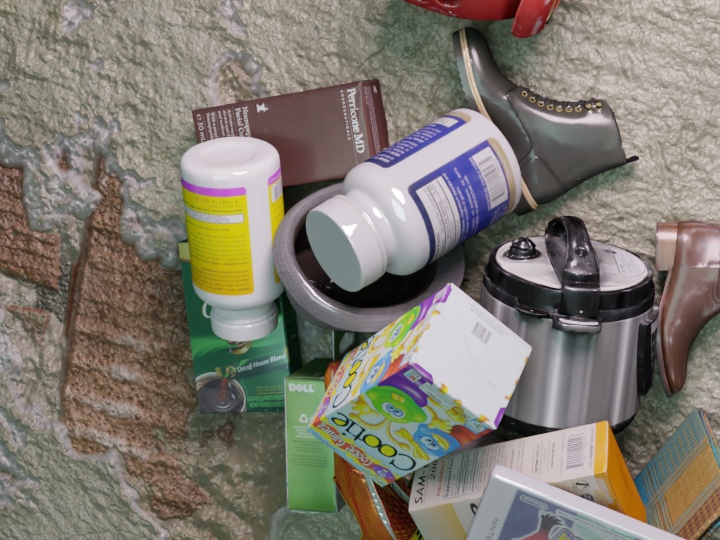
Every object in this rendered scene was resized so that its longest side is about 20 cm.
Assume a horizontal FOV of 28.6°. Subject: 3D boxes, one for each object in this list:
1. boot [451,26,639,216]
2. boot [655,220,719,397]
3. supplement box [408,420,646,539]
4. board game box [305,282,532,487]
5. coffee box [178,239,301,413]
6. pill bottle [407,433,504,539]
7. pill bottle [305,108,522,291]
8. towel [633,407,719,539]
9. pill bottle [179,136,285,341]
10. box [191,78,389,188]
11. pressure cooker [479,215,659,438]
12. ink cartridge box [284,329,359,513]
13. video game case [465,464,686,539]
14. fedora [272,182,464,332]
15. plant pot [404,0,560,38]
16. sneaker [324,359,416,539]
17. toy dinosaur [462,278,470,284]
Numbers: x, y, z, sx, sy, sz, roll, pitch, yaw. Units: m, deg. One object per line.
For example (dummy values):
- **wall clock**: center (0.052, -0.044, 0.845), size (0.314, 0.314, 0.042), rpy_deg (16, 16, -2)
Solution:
- **boot**: center (0.185, -0.173, 1.437), size (0.138, 0.078, 0.201), rpy_deg (-21, 105, 15)
- **boot**: center (0.395, 0.038, 1.407), size (0.199, 0.064, 0.188), rpy_deg (0, 101, 13)
- **supplement box**: center (0.162, 0.231, 1.362), size (0.199, 0.074, 0.126), rpy_deg (-15, 122, 21)
- **board game box**: center (0.052, 0.114, 1.347), size (0.105, 0.103, 0.200), rpy_deg (38, 143, -11)
- **coffee box**: center (-0.134, 0.059, 1.584), size (0.122, 0.044, 0.201), rpy_deg (-2, 98, 18)
- **pill bottle**: center (0.092, 0.274, 1.510), size (0.112, 0.112, 0.201), rpy_deg (26, 105, 12)
- **pill bottle**: center (0.050, -0.066, 1.390), size (0.120, 0.199, 0.120), rpy_deg (42, 150, 32)
- **towel**: center (0.309, 0.231, 1.392), size (0.022, 0.200, 0.147), rpy_deg (34, 108, -7)
- **pill bottle**: center (-0.129, -0.030, 1.477), size (0.104, 0.104, 0.201), rpy_deg (6, 117, 17)
- **box**: center (-0.074, -0.140, 1.519), size (0.199, 0.075, 0.101), rpy_deg (-8, 96, 17)
- **pressure cooker**: center (0.201, 0.049, 1.393), size (0.175, 0.178, 0.201), rpy_deg (23, 118, 44)
- **ink cartridge box**: center (-0.039, 0.152, 1.538), size (0.059, 0.104, 0.201), rpy_deg (1, 99, 17)
- **video game case**: center (0.190, 0.290, 1.315), size (0.199, 0.023, 0.183), rpy_deg (21, 121, 7)
- **fedora**: center (0.000, 0.000, 1.465), size (0.178, 0.199, 0.090), rpy_deg (65, 153, 23)
- **plant pot**: center (0.126, -0.333, 1.364), size (0.182, 0.200, 0.201), rpy_deg (26, 106, 4)
- **sneaker**: center (-0.006, 0.192, 1.462), size (0.077, 0.073, 0.201), rpy_deg (-16, 89, 41)
- **toy dinosaur**: center (0.080, 0.048, 1.513), size (0.088, 0.047, 0.201), rpy_deg (38, 108, 26)
